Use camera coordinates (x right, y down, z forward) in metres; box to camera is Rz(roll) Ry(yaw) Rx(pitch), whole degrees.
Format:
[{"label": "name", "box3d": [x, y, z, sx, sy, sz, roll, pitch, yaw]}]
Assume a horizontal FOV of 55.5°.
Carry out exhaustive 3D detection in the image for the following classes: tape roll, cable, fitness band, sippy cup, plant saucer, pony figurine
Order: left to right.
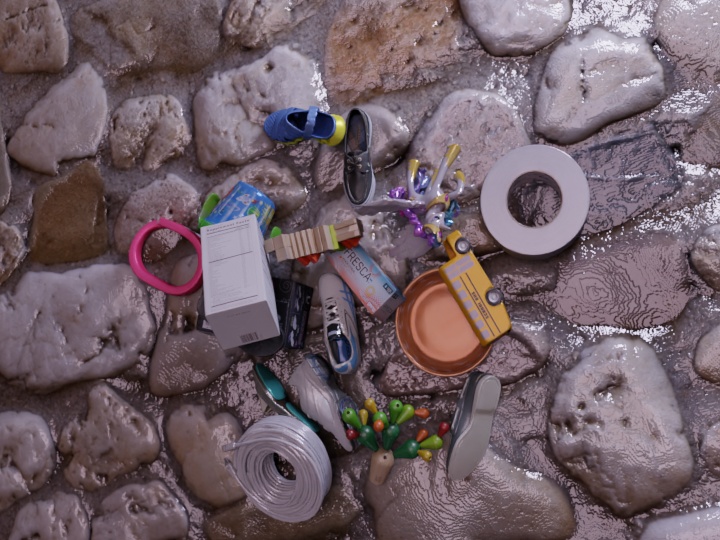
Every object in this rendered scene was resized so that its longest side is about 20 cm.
[{"label": "fitness band", "box3d": [-0.414, -0.030, 1.480, 0.196, 0.037, 0.147, 24, 89, 19]}, {"label": "sippy cup", "box3d": [-0.244, -0.103, 1.402, 0.176, 0.140, 0.132, 34, 81, -6]}, {"label": "cable", "box3d": [-0.148, 0.377, 1.300, 0.198, 0.069, 0.203, -31, 91, 29]}, {"label": "pony figurine", "box3d": [0.109, -0.122, 1.286, 0.190, 0.166, 0.204, -12, 49, 42]}, {"label": "plant saucer", "box3d": [0.163, 0.097, 1.299, 0.194, 0.037, 0.206, -3, 80, 15]}, {"label": "tape roll", "box3d": [0.323, -0.125, 1.272, 0.194, 0.066, 0.207, -2, 82, 16]}]

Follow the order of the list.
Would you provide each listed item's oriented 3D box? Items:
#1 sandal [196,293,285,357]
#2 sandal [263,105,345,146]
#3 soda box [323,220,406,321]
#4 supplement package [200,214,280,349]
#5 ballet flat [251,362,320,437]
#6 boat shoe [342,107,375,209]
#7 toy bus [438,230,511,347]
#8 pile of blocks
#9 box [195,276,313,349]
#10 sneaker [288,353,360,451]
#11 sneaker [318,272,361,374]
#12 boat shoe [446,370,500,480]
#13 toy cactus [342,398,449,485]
[{"label": "sandal", "box3d": [-0.232, 0.102, 1.284, 0.197, 0.048, 0.077, 25, 90, 18]}, {"label": "sandal", "box3d": [-0.127, -0.304, 1.401, 0.196, 0.086, 0.082, 5, 85, 35]}, {"label": "soda box", "box3d": [0.000, 0.000, 1.327, 0.068, 0.063, 0.201, -42, 63, 6]}, {"label": "supplement package", "box3d": [-0.219, 0.018, 1.239, 0.111, 0.111, 0.204, -13, 52, -1]}, {"label": "ballet flat", "box3d": [-0.162, 0.273, 1.350, 0.200, 0.067, 0.064, 44, 102, 17]}, {"label": "boat shoe", "box3d": [-0.009, -0.228, 1.384, 0.067, 0.057, 0.206, -3, 81, 15]}, {"label": "toy bus", "box3d": [0.205, 0.031, 1.245, 0.077, 0.065, 0.203, -32, 75, 10]}, {"label": "pile of blocks", "box3d": [-0.081, -0.044, 1.287, 0.195, 0.082, 0.064, -13, 84, -9]}, {"label": "box", "box3d": [-0.208, 0.077, 1.366, 0.195, 0.115, 0.136, 9, 85, 18]}, {"label": "sneaker", "box3d": [-0.066, 0.264, 1.332, 0.087, 0.074, 0.202, -42, 70, 24]}, {"label": "sneaker", "box3d": [-0.044, 0.100, 1.339, 0.070, 0.072, 0.205, -17, 76, 14]}, {"label": "boat shoe", "box3d": [0.199, 0.283, 1.260, 0.061, 0.071, 0.205, 24, 97, 60]}, {"label": "toy cactus", "box3d": [0.055, 0.322, 1.264, 0.194, 0.103, 0.169, 12, 107, -11]}]
